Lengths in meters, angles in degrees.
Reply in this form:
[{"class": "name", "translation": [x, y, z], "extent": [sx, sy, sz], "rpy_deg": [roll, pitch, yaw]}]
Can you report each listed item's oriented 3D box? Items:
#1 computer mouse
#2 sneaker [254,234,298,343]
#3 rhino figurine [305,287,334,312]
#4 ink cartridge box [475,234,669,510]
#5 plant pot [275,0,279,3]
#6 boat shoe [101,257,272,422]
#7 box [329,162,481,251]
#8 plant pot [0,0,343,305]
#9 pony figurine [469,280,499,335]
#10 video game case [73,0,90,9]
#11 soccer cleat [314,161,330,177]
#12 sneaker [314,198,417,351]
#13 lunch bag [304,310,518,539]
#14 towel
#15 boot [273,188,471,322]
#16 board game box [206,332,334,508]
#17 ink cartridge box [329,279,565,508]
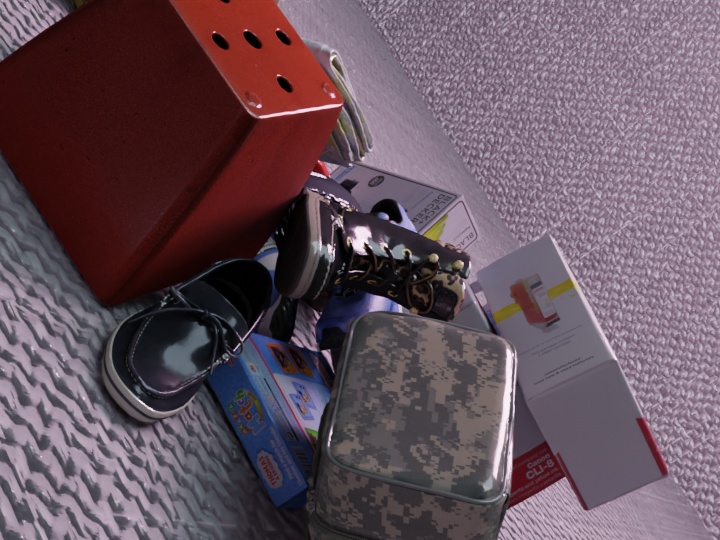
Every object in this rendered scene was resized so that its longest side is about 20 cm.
[{"class": "computer mouse", "translation": [-0.029, -0.034, 1.205], "extent": [0.200, 0.046, 0.141], "rpy_deg": [48, 29, -58]}, {"class": "sneaker", "translation": [-0.094, -0.005, 1.216], "extent": [0.200, 0.077, 0.076], "rpy_deg": [-94, -169, -46]}, {"class": "rhino figurine", "translation": [-0.075, -0.034, 1.337], "extent": [0.200, 0.060, 0.087], "rpy_deg": [51, -11, -9]}, {"class": "ink cartridge box", "translation": [0.183, 0.086, 1.140], "extent": [0.145, 0.083, 0.200], "rpy_deg": [59, 10, -31]}, {"class": "plant pot", "translation": [-0.203, -0.337, 1.352], "extent": [0.174, 0.200, 0.201], "rpy_deg": [-4, 56, -53]}, {"class": "boat shoe", "translation": [-0.120, 0.042, 0.929], "extent": [0.075, 0.062, 0.200], "rpy_deg": [48, 29, -1]}, {"class": "box", "translation": [0.019, -0.046, 1.384], "extent": [0.200, 0.117, 0.060], "rpy_deg": [25, -31, 49]}, {"class": "plant pot", "translation": [-0.136, -0.121, 0.986], "extent": [0.200, 0.176, 0.200], "rpy_deg": [55, 31, 9]}, {"class": "pony figurine", "translation": [0.092, 0.087, 1.414], "extent": [0.167, 0.199, 0.193], "rpy_deg": [56, 27, -18]}, {"class": "video game case", "translation": [-0.235, -0.238, 1.395], "extent": [0.200, 0.025, 0.181], "rpy_deg": [35, 22, -56]}, {"class": "soccer cleat", "translation": [-0.083, -0.109, 1.430], "extent": [0.200, 0.069, 0.085], "rpy_deg": [45, -9, 36]}, {"class": "sneaker", "translation": [0.000, 0.000, 1.159], "extent": [0.089, 0.078, 0.200], "rpy_deg": [68, 27, -23]}, {"class": "lunch bag", "translation": [0.032, 0.154, 0.944], "extent": [0.139, 0.168, 0.200], "rpy_deg": [10, 35, 1]}, {"class": "towel", "translation": [-0.094, -0.168, 1.156], "extent": [0.199, 0.048, 0.171], "rpy_deg": [18, -18, 20]}, {"class": "boot", "translation": [0.011, -0.003, 1.023], "extent": [0.150, 0.073, 0.200], "rpy_deg": [21, 9, -7]}, {"class": "board game box", "translation": [-0.049, 0.126, 1.075], "extent": [0.152, 0.037, 0.200], "rpy_deg": [59, 14, 21]}, {"class": "ink cartridge box", "translation": [0.076, 0.115, 1.208], "extent": [0.200, 0.144, 0.145], "rpy_deg": [59, 5, -20]}]
